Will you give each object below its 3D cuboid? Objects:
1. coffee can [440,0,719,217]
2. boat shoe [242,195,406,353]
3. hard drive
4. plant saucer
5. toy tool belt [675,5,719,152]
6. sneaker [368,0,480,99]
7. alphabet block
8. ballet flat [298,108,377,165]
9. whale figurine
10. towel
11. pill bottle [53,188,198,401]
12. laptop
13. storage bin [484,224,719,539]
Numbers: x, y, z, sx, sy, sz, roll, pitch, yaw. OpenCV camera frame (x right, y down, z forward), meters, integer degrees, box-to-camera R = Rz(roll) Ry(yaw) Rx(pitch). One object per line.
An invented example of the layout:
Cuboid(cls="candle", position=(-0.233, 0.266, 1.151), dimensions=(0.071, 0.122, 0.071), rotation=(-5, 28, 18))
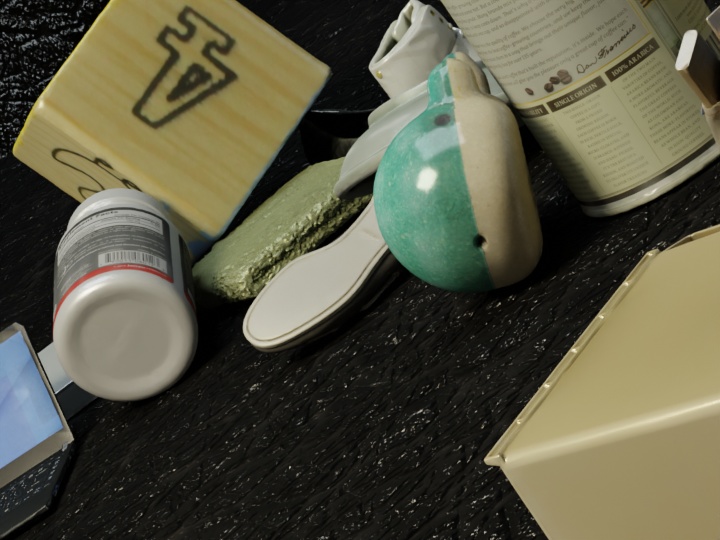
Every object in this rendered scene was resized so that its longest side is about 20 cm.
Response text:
Cuboid(cls="coffee can", position=(0.153, -0.157, 1.579), dimensions=(0.146, 0.200, 0.146), rotation=(-33, 14, 9))
Cuboid(cls="boat shoe", position=(0.000, 0.000, 1.770), dimensions=(0.200, 0.057, 0.067), rotation=(-44, 51, -15))
Cuboid(cls="hard drive", position=(-0.232, 0.071, 2.132), dimensions=(0.132, 0.026, 0.200), rotation=(-37, 13, -3))
Cuboid(cls="plant saucer", position=(0.063, -0.118, 1.850), dimensions=(0.200, 0.050, 0.200), rotation=(-25, -4, -2))
Cuboid(cls="toy tool belt", position=(0.266, -0.131, 1.386), dimensions=(0.200, 0.123, 0.125), rotation=(-44, 16, -30))
Cuboid(cls="sneaker", position=(0.091, -0.193, 2.036), dimensions=(0.074, 0.116, 0.200), rotation=(-22, 16, 51))
Cuboid(cls="alphabet block", position=(-0.174, -0.144, 2.176), dimensions=(0.196, 0.200, 0.195), rotation=(-57, 6, -18))
Cuboid(cls="ballet flat", position=(0.002, -0.131, 2.161), dimensions=(0.066, 0.057, 0.200), rotation=(-41, 14, -32))
Cuboid(cls="whale figurine", position=(0.059, -0.068, 1.600), dimensions=(0.104, 0.159, 0.200), rotation=(-13, 33, 5))
Cuboid(cls="towel", position=(-0.062, -0.034, 2.046), dimensions=(0.200, 0.037, 0.148), rotation=(-43, 16, -28))
Cuboid(cls="pill bottle", position=(-0.195, 0.014, 1.973), dimensions=(0.116, 0.116, 0.200), rotation=(-34, 24, 9))
Cuboid(cls="laptop", position=(-0.327, 0.157, 1.910), dimensions=(0.177, 0.103, 0.200), rotation=(-33, 14, 14))
Cuboid(cls="storage bin", position=(0.190, 0.044, 1.058), dimensions=(0.200, 0.094, 0.199), rotation=(-22, 19, 47))
